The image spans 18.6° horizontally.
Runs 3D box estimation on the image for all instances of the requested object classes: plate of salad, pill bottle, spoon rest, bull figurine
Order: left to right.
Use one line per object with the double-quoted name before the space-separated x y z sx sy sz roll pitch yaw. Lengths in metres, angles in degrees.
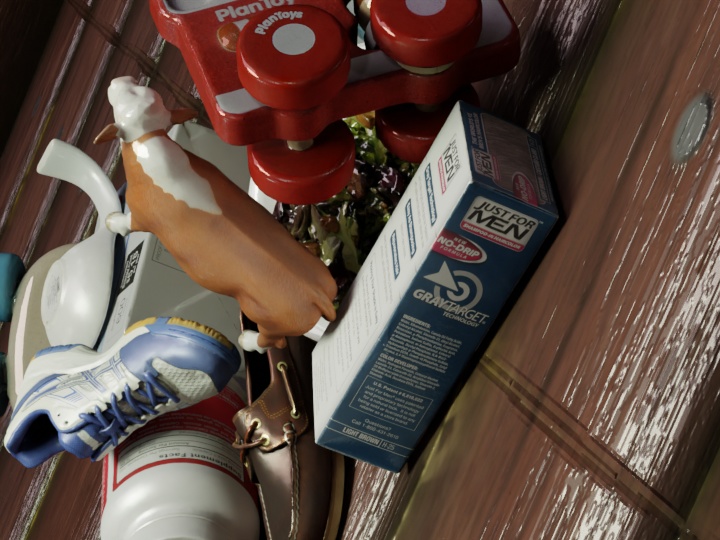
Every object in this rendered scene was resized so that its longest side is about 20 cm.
"spoon rest" -0.218 -0.014 1.736 0.099 0.060 0.200 -54 35 43
"pill bottle" -0.128 0.160 1.561 0.112 0.112 0.200 -60 19 26
"bull figurine" -0.098 -0.030 1.365 0.065 0.200 0.121 -44 1 -20
"plate of salad" -0.007 -0.051 1.417 0.200 0.048 0.201 -8 78 39

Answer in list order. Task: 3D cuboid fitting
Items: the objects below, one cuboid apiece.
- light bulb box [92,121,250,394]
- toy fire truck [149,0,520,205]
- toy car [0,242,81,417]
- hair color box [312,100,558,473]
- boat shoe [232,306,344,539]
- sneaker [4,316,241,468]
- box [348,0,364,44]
"light bulb box" -0.145 0.019 1.759 0.200 0.125 0.199 -40 33 56
"toy fire truck" -0.014 -0.147 1.334 0.112 0.200 0.168 86 162 -53
"toy car" -0.239 0.085 1.965 0.200 0.184 0.177 70 -156 -69
"hair color box" 0.041 0.011 1.305 0.200 0.060 0.100 -60 18 27
"boat shoe" -0.053 0.103 1.444 0.070 0.070 0.200 -48 35 43
"sneaker" -0.165 0.093 1.522 0.200 0.075 0.088 -18 39 40
"box" 0.024 -0.227 1.583 0.200 0.096 0.177 -114 45 -68
